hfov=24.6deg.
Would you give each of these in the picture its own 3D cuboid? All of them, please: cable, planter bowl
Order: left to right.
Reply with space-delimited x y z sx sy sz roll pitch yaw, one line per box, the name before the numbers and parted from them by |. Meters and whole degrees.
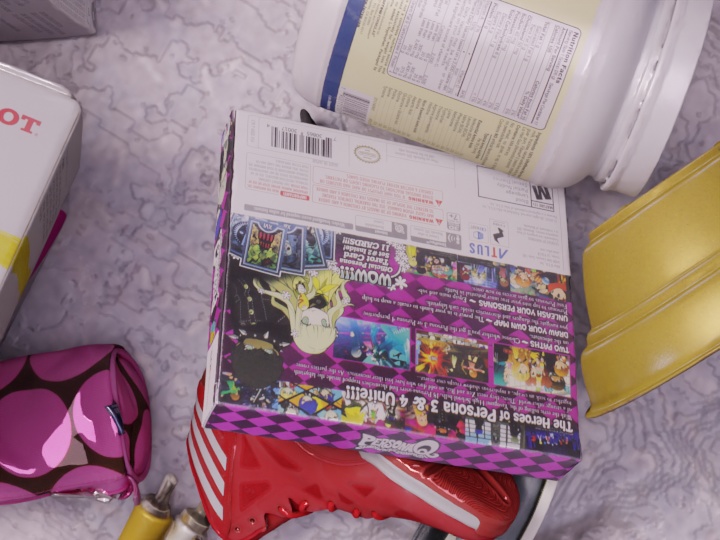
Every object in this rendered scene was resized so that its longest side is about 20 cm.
cable | -0.140 0.213 0.966 0.097 0.050 0.200 42 103 -16
planter bowl | 0.179 -0.011 0.869 0.200 0.200 0.084 -35 87 1

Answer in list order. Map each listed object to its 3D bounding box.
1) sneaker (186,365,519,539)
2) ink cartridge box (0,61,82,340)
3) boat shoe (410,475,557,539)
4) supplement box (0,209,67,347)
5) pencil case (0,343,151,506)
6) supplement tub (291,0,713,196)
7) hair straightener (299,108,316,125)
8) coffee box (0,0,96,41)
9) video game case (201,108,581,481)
sneaker | -0.012 0.118 0.926 0.200 0.078 0.116 32 116 23
ink cartridge box | -0.239 -0.012 0.813 0.145 0.083 0.201 22 68 -2
boat shoe | 0.061 0.136 0.931 0.062 0.073 0.201 20 95 -14
supplement box | -0.281 -0.036 0.928 0.200 0.101 0.104 29 89 0
pencil case | -0.220 0.100 0.932 0.199 0.091 0.094 -10 77 4
supplement tub | 0.076 -0.130 0.898 0.199 0.145 0.146 19 90 1
hair straightener | 0.000 0.000 0.951 0.077 0.041 0.201 -21 89 1
coffee box | -0.262 -0.232 0.878 0.199 0.200 0.199 -3 89 2
video game case | 0.019 0.012 0.887 0.199 0.036 0.182 10 58 -16
